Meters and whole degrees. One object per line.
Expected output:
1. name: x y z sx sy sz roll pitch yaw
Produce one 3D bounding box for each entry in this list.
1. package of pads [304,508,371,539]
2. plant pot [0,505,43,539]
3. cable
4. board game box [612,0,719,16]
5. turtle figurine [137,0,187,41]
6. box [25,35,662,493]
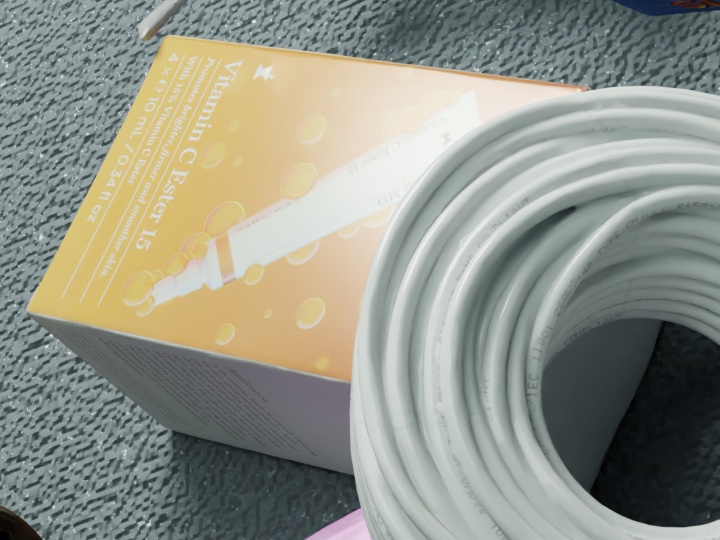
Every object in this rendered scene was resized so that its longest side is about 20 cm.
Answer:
1. package of pads: 0.019 0.168 0.863 0.120 0.076 0.200 -33 47 14
2. plant pot: -0.202 0.175 0.947 0.198 0.200 0.201 -15 52 16
3. cable: 0.094 0.042 0.832 0.199 0.069 0.200 -16 72 -11
4. board game box: 0.178 -0.161 0.903 0.200 0.034 0.136 -3 82 34
5. turtle figurine: -0.003 -0.207 1.057 0.199 0.144 0.194 -11 29 3
6. box: 0.000 0.000 0.976 0.200 0.097 0.125 10 67 39
